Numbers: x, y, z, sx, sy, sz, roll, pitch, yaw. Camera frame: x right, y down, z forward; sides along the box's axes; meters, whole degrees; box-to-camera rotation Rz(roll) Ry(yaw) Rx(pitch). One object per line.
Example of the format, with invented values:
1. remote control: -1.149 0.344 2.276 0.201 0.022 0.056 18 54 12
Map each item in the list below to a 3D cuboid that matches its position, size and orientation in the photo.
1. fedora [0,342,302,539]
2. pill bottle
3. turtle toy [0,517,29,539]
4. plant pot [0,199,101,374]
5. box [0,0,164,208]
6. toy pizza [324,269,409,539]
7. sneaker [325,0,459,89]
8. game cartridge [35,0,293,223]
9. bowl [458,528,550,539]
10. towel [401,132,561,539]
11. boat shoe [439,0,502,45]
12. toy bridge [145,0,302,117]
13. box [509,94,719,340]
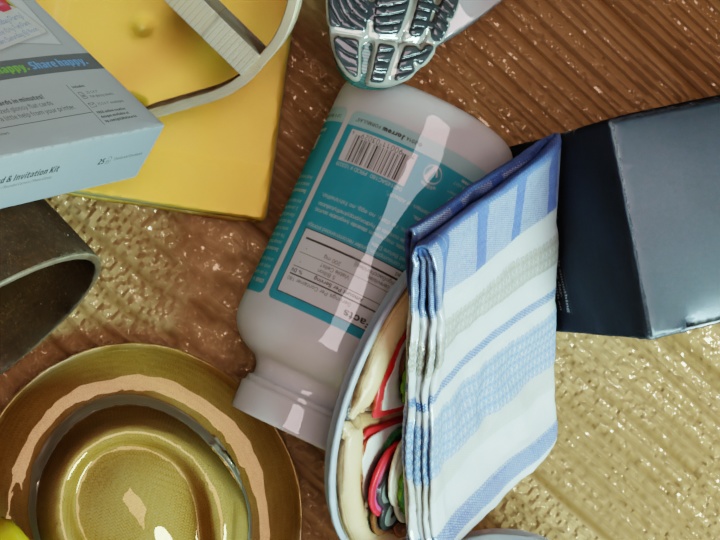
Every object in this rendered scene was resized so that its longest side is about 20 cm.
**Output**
1. fedora: -0.120 0.141 0.902 0.199 0.082 0.202 0 91 -12
2. pill bottle: 0.000 0.000 0.915 0.110 0.111 0.201 27 85 -11
3. turtle toy: -0.224 0.232 0.869 0.145 0.101 0.201 -27 97 -22
4. plant pot: -0.267 -0.030 0.836 0.186 0.187 0.200 -35 83 -10
5. box: -0.218 -0.114 0.816 0.200 0.156 0.041 43 118 16
6. toy pizza: 0.049 0.070 0.897 0.032 0.200 0.201 22 84 29
7. sneaker: 0.013 -0.187 0.908 0.077 0.080 0.201 9 65 -14
8. game cartridge: -0.127 -0.139 0.930 0.175 0.032 0.202 9 86 -12
9. bowl: 0.081 0.212 0.922 0.199 0.091 0.202 3 132 3
10. towel: 0.069 0.043 0.860 0.147 0.024 0.201 -34 132 -45
11. boat shoe: 0.075 -0.199 0.951 0.200 0.072 0.068 -42 100 -12
12. toy bridge: -0.078 -0.132 0.872 0.067 0.027 0.200 43 107 -8
13. box: 0.204 -0.038 0.914 0.195 0.200 0.118 -12 92 -13
